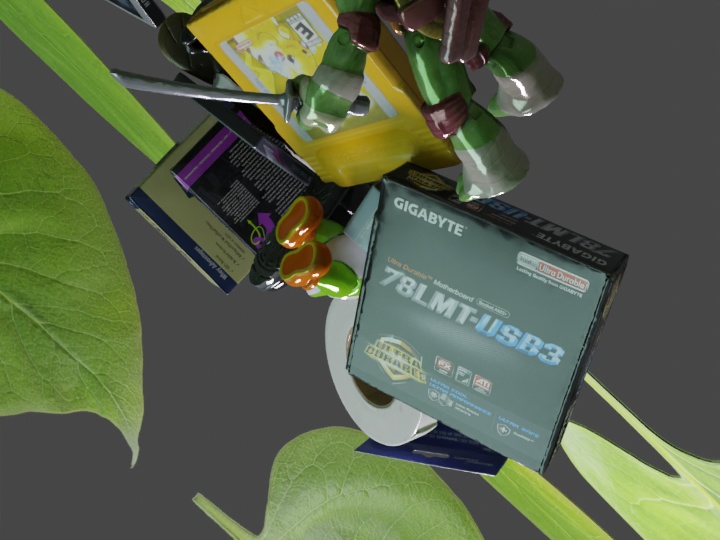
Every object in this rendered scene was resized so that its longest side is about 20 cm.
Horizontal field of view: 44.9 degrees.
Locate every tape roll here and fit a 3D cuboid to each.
[{"bbox_3d":[0.026,0.112,1.065,0.202,0.037,0.205,26,123,48],"label":"tape roll"}]

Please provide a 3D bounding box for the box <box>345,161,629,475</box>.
[{"bbox_3d":[0.093,0.039,0.713,0.199,0.050,0.200,26,126,22],"label":"box"}]

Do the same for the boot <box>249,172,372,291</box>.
[{"bbox_3d":[0.001,-0.001,0.935,0.200,0.165,0.066,40,177,-35],"label":"boot"}]

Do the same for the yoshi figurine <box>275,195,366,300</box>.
[{"bbox_3d":[0.022,-0.005,0.844,0.199,0.113,0.112,24,179,-37],"label":"yoshi figurine"}]

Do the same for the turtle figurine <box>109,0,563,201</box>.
[{"bbox_3d":[0.010,-0.132,0.478,0.194,0.199,0.145,44,-154,-31],"label":"turtle figurine"}]

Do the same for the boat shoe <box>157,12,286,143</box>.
[{"bbox_3d":[-0.117,-0.206,0.924,0.199,0.073,0.065,36,-162,-10],"label":"boat shoe"}]

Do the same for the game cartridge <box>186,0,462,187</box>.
[{"bbox_3d":[-0.029,-0.152,0.711,0.175,0.033,0.200,-4,134,51],"label":"game cartridge"}]

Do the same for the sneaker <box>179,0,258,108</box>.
[{"bbox_3d":[-0.091,-0.182,0.818,0.200,0.091,0.067,42,172,8],"label":"sneaker"}]

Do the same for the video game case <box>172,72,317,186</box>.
[{"bbox_3d":[-0.100,-0.134,0.944,0.143,0.019,0.200,39,-177,31],"label":"video game case"}]

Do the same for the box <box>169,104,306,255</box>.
[{"bbox_3d":[-0.128,-0.109,1.139,0.200,0.143,0.036,45,172,-11],"label":"box"}]

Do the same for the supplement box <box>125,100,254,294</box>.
[{"bbox_3d":[-0.207,-0.109,1.291,0.200,0.200,0.134,46,171,-15],"label":"supplement box"}]

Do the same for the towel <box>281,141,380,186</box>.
[{"bbox_3d":[-0.024,-0.112,1.025,0.200,0.035,0.133,35,168,43],"label":"towel"}]

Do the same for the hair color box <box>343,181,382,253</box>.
[{"bbox_3d":[0.092,-0.004,0.790,0.200,0.061,0.099,42,-147,9],"label":"hair color box"}]

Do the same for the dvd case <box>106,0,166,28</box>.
[{"bbox_3d":[-0.343,-0.401,1.126,0.200,0.025,0.151,35,167,41],"label":"dvd case"}]

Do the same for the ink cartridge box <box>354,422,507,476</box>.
[{"bbox_3d":[0.121,0.196,1.144,0.196,0.048,0.200,3,-168,29],"label":"ink cartridge box"}]
